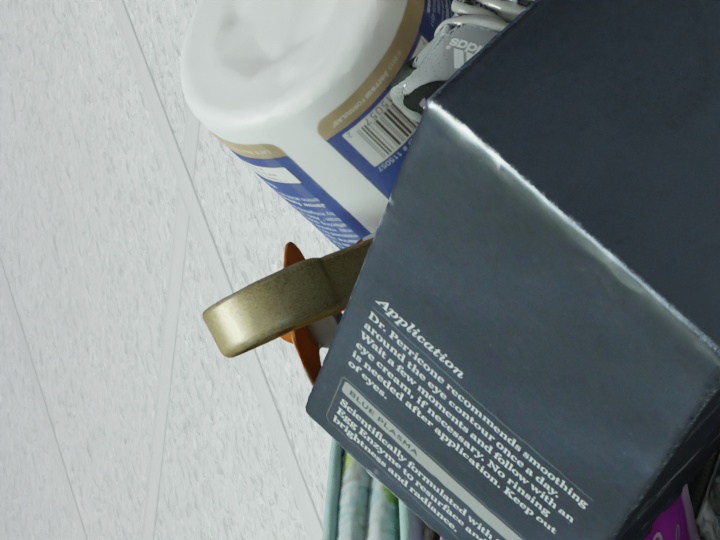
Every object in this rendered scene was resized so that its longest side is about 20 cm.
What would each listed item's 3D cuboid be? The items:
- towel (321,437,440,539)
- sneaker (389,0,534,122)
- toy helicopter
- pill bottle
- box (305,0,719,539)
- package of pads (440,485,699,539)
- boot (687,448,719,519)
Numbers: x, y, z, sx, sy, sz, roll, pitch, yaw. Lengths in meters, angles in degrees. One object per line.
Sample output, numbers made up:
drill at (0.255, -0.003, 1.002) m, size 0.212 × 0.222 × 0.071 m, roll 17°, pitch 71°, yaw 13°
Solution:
towel at (0.030, 0.156, 1.043) m, size 0.171 × 0.048 × 0.201 m, roll 58°, pitch -149°, yaw -51°
sneaker at (0.062, -0.100, 0.882) m, size 0.075 × 0.116 × 0.201 m, roll 30°, pitch 145°, yaw 19°
toy helicopter at (0.000, 0.000, 0.978) m, size 0.132 × 0.200 × 0.079 m, roll -25°, pitch 88°, yaw 33°
pill bottle at (0.023, -0.055, 1.113) m, size 0.200 × 0.111 × 0.111 m, roll 42°, pitch -168°, yaw -41°
box at (0.101, -0.022, 0.829) m, size 0.117 × 0.197 × 0.200 m, roll 41°, pitch 150°, yaw 11°
package of pads at (0.095, 0.152, 1.041) m, size 0.121 × 0.075 × 0.201 m, roll -61°, pitch -37°, yaw -50°
boot at (0.115, -0.009, 1.067) m, size 0.200 × 0.072 × 0.183 m, roll 98°, pitch 157°, yaw -58°
